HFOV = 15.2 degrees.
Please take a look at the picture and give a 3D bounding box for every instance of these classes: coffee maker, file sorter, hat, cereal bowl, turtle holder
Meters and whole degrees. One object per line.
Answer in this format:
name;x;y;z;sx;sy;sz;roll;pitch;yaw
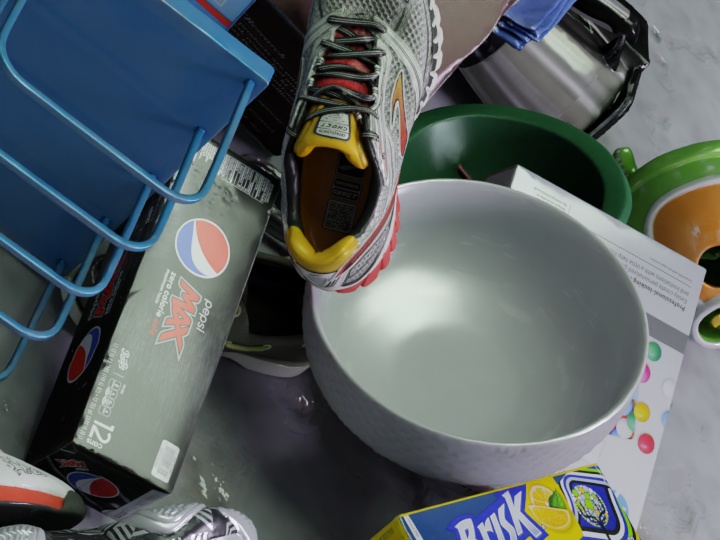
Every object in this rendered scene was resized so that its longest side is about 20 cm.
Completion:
coffee maker;0.097;-0.193;1.916;0.200;0.135;0.192;44;12;-18
file sorter;-0.168;-0.055;1.380;0.139;0.200;0.123;37;40;-16
hat;0.096;0.006;1.821;0.199;0.177;0.166;12;43;4
cereal bowl;0.061;0.046;1.552;0.199;0.083;0.201;7;48;-8
turtle holder;0.246;-0.009;1.932;0.140;0.186;0.132;-6;61;-17

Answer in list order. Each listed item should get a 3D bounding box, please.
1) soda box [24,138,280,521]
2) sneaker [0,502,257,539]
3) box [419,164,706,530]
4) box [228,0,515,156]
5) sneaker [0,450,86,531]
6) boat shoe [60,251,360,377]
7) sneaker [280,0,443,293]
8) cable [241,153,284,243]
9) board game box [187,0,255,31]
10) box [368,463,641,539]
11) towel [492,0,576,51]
soda box;-0.111;0.028;1.444;0.063;0.071;0.201;30;60;-19
sneaker;-0.130;0.181;1.324;0.199;0.075;0.115;-3;78;-40
box;0.121;0.058;1.666;0.156;0.041;0.201;28;68;-22
box;-0.021;-0.186;1.627;0.164;0.200;0.166;46;72;-15
sneaker;-0.224;0.077;1.322;0.201;0.067;0.108;9;57;-44
boat shoe;-0.084;0.017;1.551;0.201;0.060;0.072;11;54;-46
sneaker;-0.001;-0.087;1.471;0.082;0.077;0.201;8;88;-80
cable;0.000;0.000;1.675;0.200;0.050;0.097;56;37;0
board game box;-0.164;-0.143;1.474;0.151;0.200;0.037;40;9;-21
box;0.074;0.165;1.517;0.200;0.070;0.064;-9;63;-52
towel;0.070;-0.245;1.796;0.200;0.024;0.145;42;44;0
